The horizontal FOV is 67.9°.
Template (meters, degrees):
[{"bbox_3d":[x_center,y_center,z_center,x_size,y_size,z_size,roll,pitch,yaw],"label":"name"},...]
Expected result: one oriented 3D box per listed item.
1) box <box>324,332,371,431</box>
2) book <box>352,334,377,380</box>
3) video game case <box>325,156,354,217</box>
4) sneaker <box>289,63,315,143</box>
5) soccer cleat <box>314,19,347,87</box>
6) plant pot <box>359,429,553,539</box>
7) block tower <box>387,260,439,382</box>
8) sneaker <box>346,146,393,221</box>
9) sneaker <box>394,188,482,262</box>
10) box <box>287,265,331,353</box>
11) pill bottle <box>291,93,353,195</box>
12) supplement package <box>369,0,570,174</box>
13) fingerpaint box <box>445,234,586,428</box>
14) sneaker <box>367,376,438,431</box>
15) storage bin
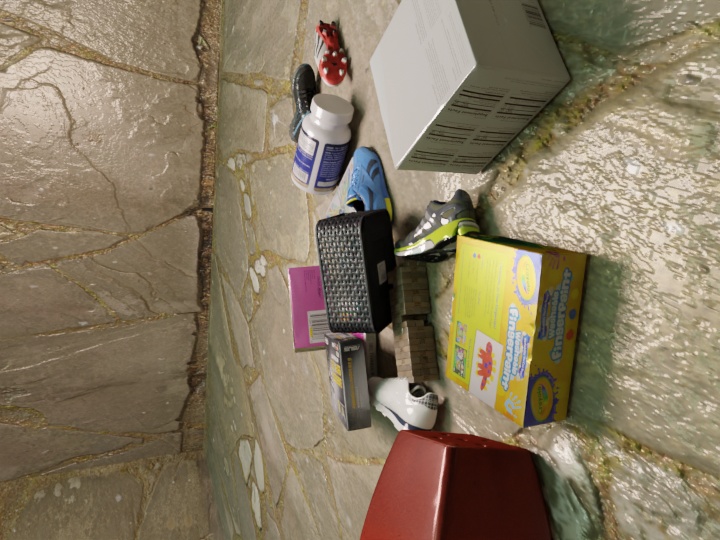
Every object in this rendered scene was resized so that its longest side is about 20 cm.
[{"bbox_3d":[-0.029,0.208,1.051,0.200,0.047,0.162,173,92,-79],"label":"box"},{"bbox_3d":[-0.009,0.162,1.149,0.133,0.047,0.205,-3,90,63],"label":"book"},{"bbox_3d":[-0.022,-0.115,1.190,0.201,0.022,0.185,122,139,-51],"label":"video game case"},{"bbox_3d":[-0.134,-0.426,1.383,0.081,0.072,0.204,31,126,42],"label":"sneaker"},{"bbox_3d":[-0.073,-0.489,1.241,0.086,0.067,0.204,114,149,-58],"label":"soccer cleat"},{"bbox_3d":[0.127,0.313,0.705,0.199,0.196,0.180,-15,67,64],"label":"plant pot"},{"bbox_3d":[0.089,0.089,0.922,0.058,0.053,0.205,152,115,-63],"label":"block tower"},{"bbox_3d":[0.004,-0.170,1.067,0.066,0.077,0.203,122,140,-53],"label":"sneaker"},{"bbox_3d":[0.119,-0.064,0.846,0.199,0.073,0.083,-21,63,58],"label":"sneaker"},{"bbox_3d":[-0.116,0.097,1.255,0.200,0.094,0.180,122,143,-76],"label":"box"},{"bbox_3d":[-0.085,-0.284,1.208,0.117,0.113,0.202,-115,34,-41],"label":"pill bottle"},{"bbox_3d":[0.129,-0.265,0.706,0.200,0.144,0.195,134,130,-57],"label":"supplement package"},{"bbox_3d":[0.189,0.065,0.679,0.166,0.072,0.205,-157,68,-64],"label":"fingerpaint box"},{"bbox_3d":[0.075,0.224,0.956,0.199,0.075,0.082,22,98,59],"label":"sneaker"},{"bbox_3d":[0.000,0.000,0.956,0.092,0.135,0.205,-3,101,26],"label":"storage bin"}]
